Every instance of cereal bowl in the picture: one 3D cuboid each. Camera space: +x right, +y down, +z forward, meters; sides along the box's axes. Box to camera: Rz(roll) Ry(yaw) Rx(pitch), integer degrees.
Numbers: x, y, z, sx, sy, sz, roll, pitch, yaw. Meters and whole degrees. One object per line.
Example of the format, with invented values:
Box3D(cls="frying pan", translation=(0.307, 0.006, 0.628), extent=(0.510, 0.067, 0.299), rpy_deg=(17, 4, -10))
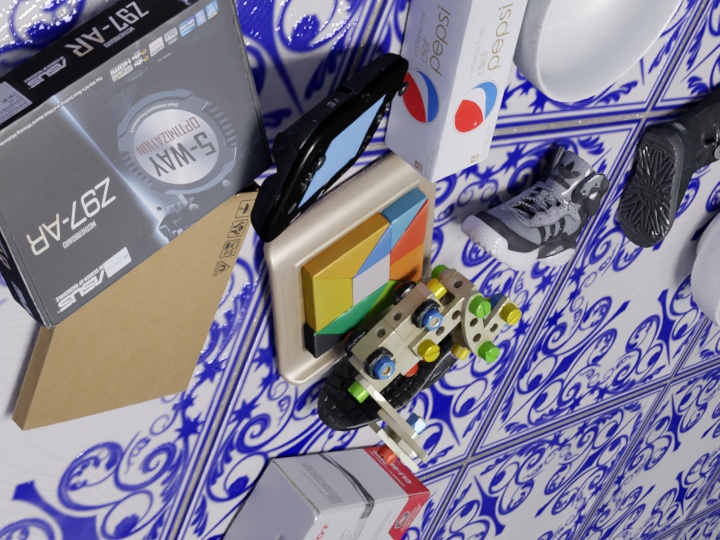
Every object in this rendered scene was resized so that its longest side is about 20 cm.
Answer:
Box3D(cls="cereal bowl", translation=(0.186, -0.244, 1.105), extent=(0.200, 0.083, 0.201), rpy_deg=(-33, 147, -25))
Box3D(cls="cereal bowl", translation=(0.500, -0.029, 1.752), extent=(0.199, 0.083, 0.201), rpy_deg=(-32, 146, -25))

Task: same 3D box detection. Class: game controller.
Box3D(cls="game controller", translation=(-0.020, -0.093, 0.989), extent=(0.200, 0.042, 0.105), rpy_deg=(-48, 160, -56))

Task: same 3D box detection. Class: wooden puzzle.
Box3D(cls="wooden puzzle", translation=(0.000, 0.000, 1.190), extent=(0.185, 0.037, 0.201), rpy_deg=(-35, 147, -22))

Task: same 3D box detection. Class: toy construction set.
Box3D(cls="toy construction set", translation=(0.059, 0.080, 1.245), extent=(0.201, 0.092, 0.131), rpy_deg=(-55, 139, -14))

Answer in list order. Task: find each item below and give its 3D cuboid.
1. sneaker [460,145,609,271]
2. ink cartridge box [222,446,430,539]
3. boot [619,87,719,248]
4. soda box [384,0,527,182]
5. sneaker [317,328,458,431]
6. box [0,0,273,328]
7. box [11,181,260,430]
Box3D(cls="sneaker", translation=(0.174, -0.065, 1.311), extent=(0.200, 0.075, 0.114), rpy_deg=(0, 125, -60))
Box3D(cls="ink cartridge box", translation=(-0.041, 0.268, 1.401), extent=(0.199, 0.084, 0.145), rpy_deg=(3, 124, -55))
Box3D(cls="boot", translation=(0.389, -0.130, 1.533), extent=(0.200, 0.066, 0.166), rpy_deg=(-33, 149, -33))
Box3D(cls="soda box", translation=(0.076, -0.172, 1.065), extent=(0.068, 0.064, 0.201), rpy_deg=(-25, 142, -33))
Box3D(cls="sneaker", translation=(0.043, 0.106, 1.339), extent=(0.200, 0.076, 0.088), rpy_deg=(-35, 154, -21))
Box3D(cls="box", translation=(-0.155, -0.080, 0.860), extent=(0.200, 0.043, 0.161), rpy_deg=(-38, 143, -24))
Box3D(cls="box", translation=(-0.167, 0.024, 1.013), extent=(0.163, 0.021, 0.201), rpy_deg=(-11, 133, -47))
